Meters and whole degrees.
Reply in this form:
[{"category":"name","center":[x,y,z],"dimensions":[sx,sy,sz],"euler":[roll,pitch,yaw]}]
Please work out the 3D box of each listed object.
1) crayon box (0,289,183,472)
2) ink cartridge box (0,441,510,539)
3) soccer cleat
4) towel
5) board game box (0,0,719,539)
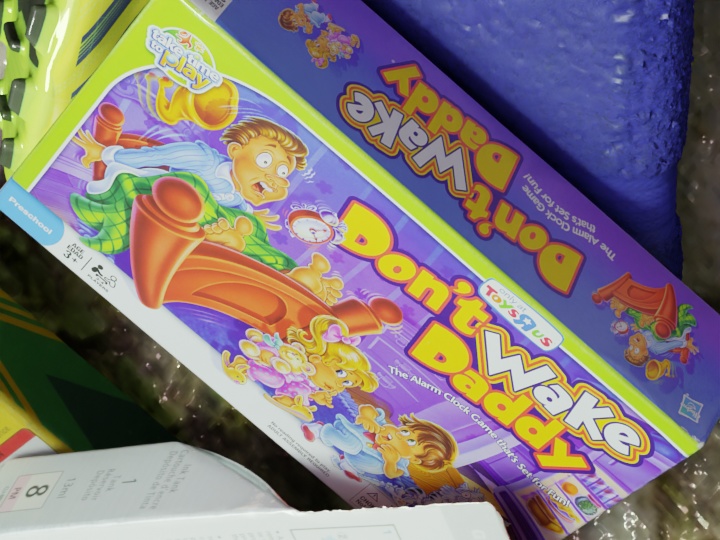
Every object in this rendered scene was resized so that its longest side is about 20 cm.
[{"category":"crayon box","center":[-0.170,0.053,0.892],"dimensions":[0.127,0.051,0.200],"euler":[-36,114,28]},{"category":"ink cartridge box","center":[-0.015,0.128,0.839],"dimensions":[0.199,0.057,0.163],"euler":[-10,123,25]},{"category":"soccer cleat","center":[-0.069,-0.111,0.845],"dimensions":[0.065,0.083,0.201],"euler":[51,125,58]},{"category":"towel","center":[0.034,-0.057,0.772],"dimensions":[0.147,0.050,0.201],"euler":[17,137,21]},{"category":"board game box","center":[0.000,0.000,0.766],"dimensions":[0.200,0.045,0.134],"euler":[40,141,-5]}]
